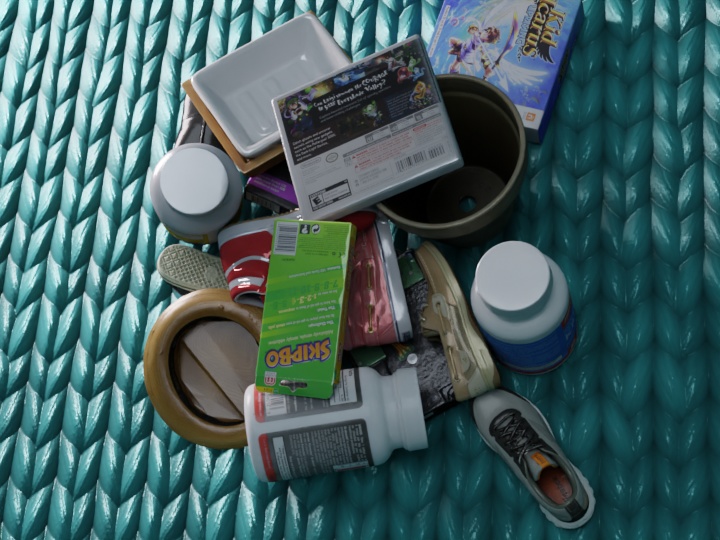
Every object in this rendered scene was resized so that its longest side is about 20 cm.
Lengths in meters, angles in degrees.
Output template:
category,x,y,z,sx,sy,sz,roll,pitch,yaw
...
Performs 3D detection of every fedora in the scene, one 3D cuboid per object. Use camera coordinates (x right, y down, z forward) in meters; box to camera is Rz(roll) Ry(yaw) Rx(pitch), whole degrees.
category,x,y,z,sx,sy,sz,roll,pitch,yaw
fedora,-0.168,0.121,1.581,0.200,0.082,0.201,0,90,7

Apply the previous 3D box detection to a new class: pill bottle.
category,x,y,z,sx,sy,sz,roll,pitch,yaw
pill bottle,0.187,0.042,1.469,0.112,0.200,0.112,-5,69,13
pill bottle,-0.201,-0.095,1.574,0.112,0.200,0.112,0,85,-6
pill bottle,-0.027,0.174,1.474,0.200,0.116,0.116,-9,67,1

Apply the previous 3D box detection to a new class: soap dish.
category,x,y,z,sx,sy,sz,roll,pitch,yaw
soap dish,-0.103,-0.221,1.625,0.200,0.081,0.157,-32,70,-11

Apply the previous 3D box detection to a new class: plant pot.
category,x,y,z,sx,sy,sz,roll,pitch,yaw
plant pot,0.116,-0.110,1.559,0.200,0.174,0.200,-6,67,14

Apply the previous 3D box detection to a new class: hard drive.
category,x,y,z,sx,sy,sz,roll,pitch,yaw
hard drive,0.053,0.089,1.575,0.140,0.038,0.200,-31,66,1

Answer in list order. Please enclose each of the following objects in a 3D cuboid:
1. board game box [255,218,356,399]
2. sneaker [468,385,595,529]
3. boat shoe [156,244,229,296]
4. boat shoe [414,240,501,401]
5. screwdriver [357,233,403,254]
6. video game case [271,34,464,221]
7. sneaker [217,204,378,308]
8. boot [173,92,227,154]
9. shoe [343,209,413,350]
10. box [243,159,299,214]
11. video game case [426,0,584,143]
category,x,y,z,sx,sy,sz,roll,pitch,yaw
board game box,-0.062,0.043,1.451,0.095,0.030,0.200,4,80,19
sneaker,0.196,0.205,1.472,0.074,0.079,0.200,-39,64,-1
boat shoe,-0.167,0.026,1.645,0.200,0.062,0.075,23,71,6
boat shoe,0.100,0.057,1.515,0.064,0.071,0.200,-24,67,2
screwdriver,-0.018,-0.053,1.663,0.200,0.029,0.028,26,77,13
video game case,0.005,-0.163,1.505,0.200,0.023,0.182,-22,64,14
sneaker,-0.069,-0.016,1.525,0.200,0.071,0.113,-15,64,9
boot,-0.174,-0.147,1.709,0.165,0.066,0.200,6,73,11
shoe,0.000,0.000,1.558,0.091,0.071,0.200,-12,66,-1
box,-0.045,-0.153,1.664,0.143,0.036,0.200,24,68,4
video game case,0.179,-0.280,1.681,0.181,0.045,0.200,15,74,18
